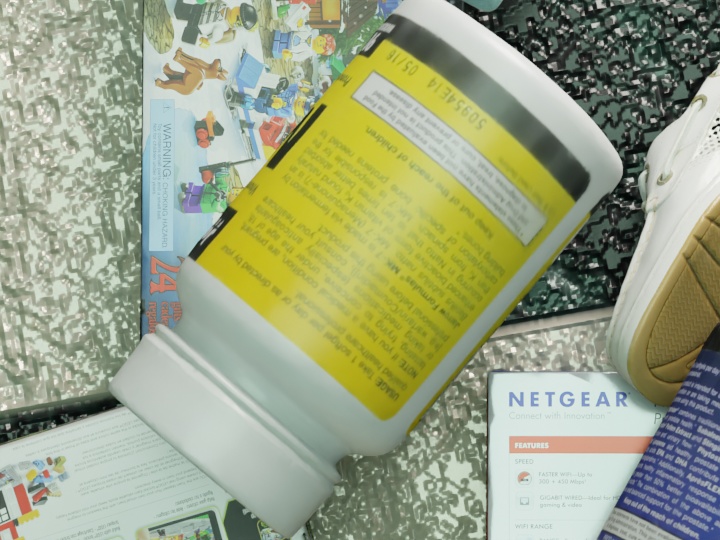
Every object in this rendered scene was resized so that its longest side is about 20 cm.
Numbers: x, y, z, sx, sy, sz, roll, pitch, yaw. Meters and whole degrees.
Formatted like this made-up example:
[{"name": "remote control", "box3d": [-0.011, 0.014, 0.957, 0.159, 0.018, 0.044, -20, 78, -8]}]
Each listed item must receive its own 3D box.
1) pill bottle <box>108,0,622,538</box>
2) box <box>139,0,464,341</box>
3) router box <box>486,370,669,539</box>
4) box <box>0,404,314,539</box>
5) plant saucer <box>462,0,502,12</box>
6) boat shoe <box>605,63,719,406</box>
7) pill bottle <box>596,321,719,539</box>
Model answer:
[{"name": "pill bottle", "box3d": [0.000, 0.000, 1.156, 0.114, 0.114, 0.200, 40, 86, 6]}, {"name": "box", "box3d": [-0.024, -0.064, 1.240, 0.136, 0.038, 0.201, -1, 84, 3]}, {"name": "router box", "box3d": [0.151, 0.132, 1.207, 0.199, 0.049, 0.180, 1, 84, 3]}, {"name": "box", "box3d": [-0.121, 0.121, 1.225, 0.200, 0.035, 0.110, -17, 82, 1]}, {"name": "plant saucer", "box3d": [-0.012, -0.177, 1.229, 0.200, 0.019, 0.070, 28, 64, 17]}, {"name": "boat shoe", "box3d": [0.149, -0.033, 1.210, 0.069, 0.071, 0.200, 14, 63, 44]}, {"name": "pill bottle", "box3d": [0.164, 0.086, 1.130, 0.112, 0.112, 0.200, 29, 87, 5]}]
